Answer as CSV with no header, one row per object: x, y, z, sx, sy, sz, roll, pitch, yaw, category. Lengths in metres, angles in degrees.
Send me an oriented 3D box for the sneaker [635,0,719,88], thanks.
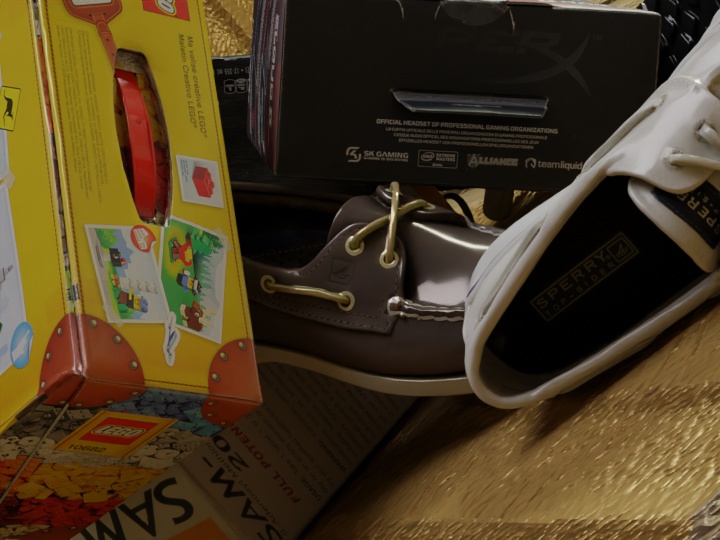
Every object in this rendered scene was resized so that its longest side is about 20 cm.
0.177,-0.100,0.991,0.087,0.076,0.200,-4,-26,-29,sneaker

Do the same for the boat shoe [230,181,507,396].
0.000,0.000,0.933,0.200,0.060,0.072,5,37,38,boat shoe

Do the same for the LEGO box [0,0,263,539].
-0.120,-0.017,0.946,0.077,0.200,0.149,10,-31,-36,LEGO box

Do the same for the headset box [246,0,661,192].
0.033,-0.077,1.026,0.148,0.075,0.200,3,7,-7,headset box

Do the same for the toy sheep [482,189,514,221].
0.046,-0.103,1.265,0.138,0.200,0.138,12,-90,-80,toy sheep

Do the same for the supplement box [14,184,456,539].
-0.041,0.054,1.051,0.126,0.074,0.200,-31,11,47,supplement box

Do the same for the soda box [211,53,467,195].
0.014,-0.069,1.162,0.199,0.071,0.063,-4,5,-5,soda box

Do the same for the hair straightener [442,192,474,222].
-0.014,0.020,1.249,0.200,0.041,0.077,-42,4,29,hair straightener

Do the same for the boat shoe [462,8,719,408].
0.107,-0.027,0.812,0.200,0.072,0.066,-38,11,21,boat shoe
